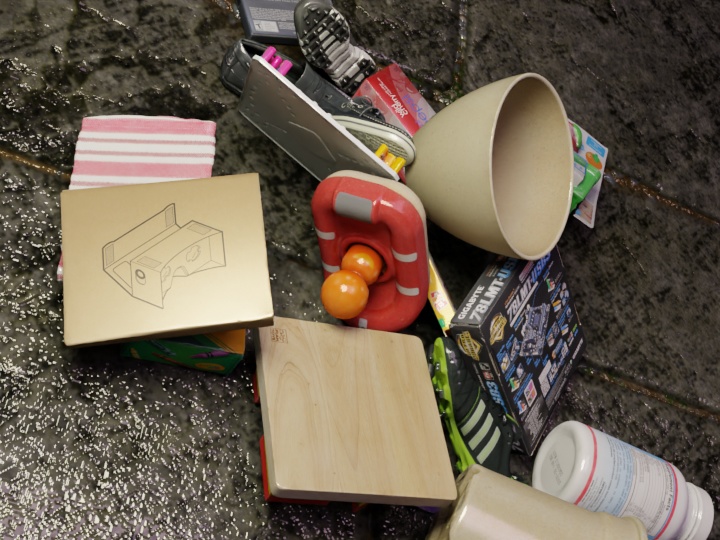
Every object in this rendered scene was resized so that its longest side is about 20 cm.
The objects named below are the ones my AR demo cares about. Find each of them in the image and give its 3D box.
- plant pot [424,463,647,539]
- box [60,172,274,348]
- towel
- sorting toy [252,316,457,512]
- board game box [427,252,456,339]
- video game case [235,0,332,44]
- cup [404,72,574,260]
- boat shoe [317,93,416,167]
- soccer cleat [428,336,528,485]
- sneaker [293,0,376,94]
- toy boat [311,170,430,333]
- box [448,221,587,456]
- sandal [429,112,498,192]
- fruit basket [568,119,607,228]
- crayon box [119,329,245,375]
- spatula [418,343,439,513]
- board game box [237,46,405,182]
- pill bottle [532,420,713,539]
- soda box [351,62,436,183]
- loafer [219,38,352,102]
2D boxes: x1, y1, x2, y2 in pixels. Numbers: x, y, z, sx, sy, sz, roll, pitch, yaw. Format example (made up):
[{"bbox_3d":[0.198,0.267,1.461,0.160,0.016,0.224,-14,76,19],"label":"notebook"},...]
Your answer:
[{"bbox_3d":[0.163,0.300,1.062,0.182,0.201,0.201,30,52,1],"label":"plant pot"},{"bbox_3d":[-0.189,-0.012,1.009,0.197,0.021,0.165,-6,65,-7],"label":"box"},{"bbox_3d":[-0.227,-0.073,1.067,0.144,0.030,0.202,2,63,-1],"label":"towel"},{"bbox_3d":[-0.018,0.159,1.082,0.197,0.070,0.202,9,48,-24],"label":"sorting toy"},{"bbox_3d":[0.080,0.003,1.234,0.030,0.096,0.202,-23,74,6],"label":"board game box"},{"bbox_3d":[-0.110,-0.390,1.389,0.141,0.019,0.202,-4,65,-32],"label":"video game case"},{"bbox_3d":[0.135,-0.114,1.166,0.199,0.142,0.203,-3,94,-53],"label":"cup"},{"bbox_3d":[0.001,-0.167,1.195,0.062,0.199,0.075,-49,126,-12],"label":"boat shoe"},{"bbox_3d":[0.130,0.162,1.143,0.080,0.068,0.202,-18,102,-8],"label":"soccer cleat"},{"bbox_3d":[-0.048,-0.295,1.298,0.091,0.066,0.200,52,7,24],"label":"sneaker"},{"bbox_3d":[0.000,0.000,1.122,0.129,0.201,0.131,15,50,23],"label":"toy boat"},{"bbox_3d":[0.192,0.076,1.216,0.200,0.049,0.200,-52,129,-38],"label":"box"},{"bbox_3d":[0.154,-0.114,1.275,0.081,0.054,0.202,-25,85,-36],"label":"sandal"},{"bbox_3d":[0.269,-0.171,1.440,0.184,0.094,0.201,35,48,-8],"label":"fruit basket"},{"bbox_3d":[-0.181,0.001,1.097,0.118,0.058,0.202,13,58,-22],"label":"crayon box"},{"bbox_3d":[0.078,0.172,1.176,0.056,0.020,0.202,28,49,-30],"label":"spatula"},{"bbox_3d":[-0.049,-0.155,1.179,0.200,0.200,0.026,40,77,-4],"label":"board game box"},{"bbox_3d":[0.308,0.260,1.206,0.198,0.109,0.110,25,54,-17],"label":"pill bottle"},{"bbox_3d":[0.072,-0.164,1.333,0.063,0.070,0.201,-36,85,-37],"label":"soda box"},{"bbox_3d":[-0.076,-0.224,1.280,0.199,0.070,0.069,23,53,-18],"label":"loafer"}]
